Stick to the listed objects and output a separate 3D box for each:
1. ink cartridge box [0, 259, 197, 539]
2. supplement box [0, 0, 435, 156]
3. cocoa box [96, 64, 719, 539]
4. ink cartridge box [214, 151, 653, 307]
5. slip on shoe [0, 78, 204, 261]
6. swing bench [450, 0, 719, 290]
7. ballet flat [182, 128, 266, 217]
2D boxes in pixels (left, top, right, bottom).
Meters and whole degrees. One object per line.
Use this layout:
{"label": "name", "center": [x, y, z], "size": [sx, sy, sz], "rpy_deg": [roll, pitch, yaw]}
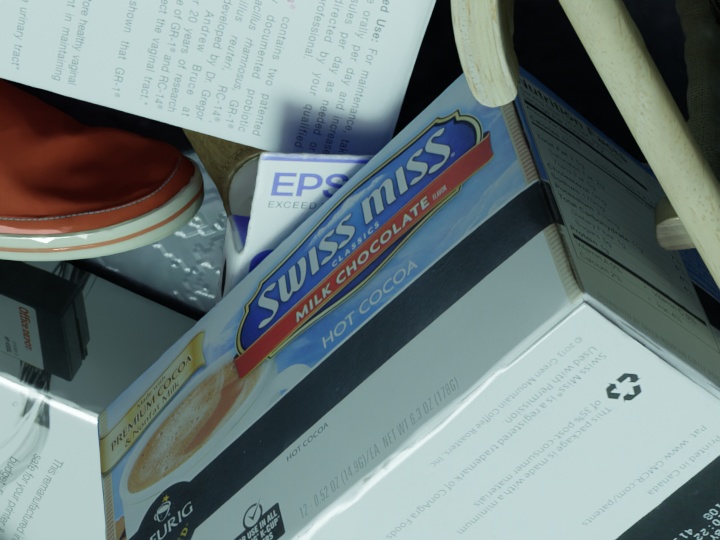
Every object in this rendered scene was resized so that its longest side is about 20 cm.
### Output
{"label": "ink cartridge box", "center": [-0.163, 0.063, 0.931], "size": [0.199, 0.084, 0.145], "rpy_deg": [25, 128, -10]}
{"label": "supplement box", "center": [-0.071, -0.121, 0.761], "size": [0.199, 0.101, 0.104], "rpy_deg": [15, 129, -2]}
{"label": "cocoa box", "center": [0.029, 0.058, 0.724], "size": [0.133, 0.131, 0.200], "rpy_deg": [34, 115, -32]}
{"label": "ink cartridge box", "center": [0.043, 0.030, 0.818], "size": [0.197, 0.043, 0.200], "rpy_deg": [2, 129, -14]}
{"label": "slip on shoe", "center": [-0.156, -0.053, 0.851], "size": [0.199, 0.074, 0.061], "rpy_deg": [15, 126, 4]}
{"label": "swing bench", "center": [0.108, -0.113, 0.675], "size": [0.200, 0.199, 0.130], "rpy_deg": [39, 123, -20]}
{"label": "ballet flat", "center": [0.000, 0.000, 0.863], "size": [0.068, 0.072, 0.200], "rpy_deg": [-27, 119, 29]}
